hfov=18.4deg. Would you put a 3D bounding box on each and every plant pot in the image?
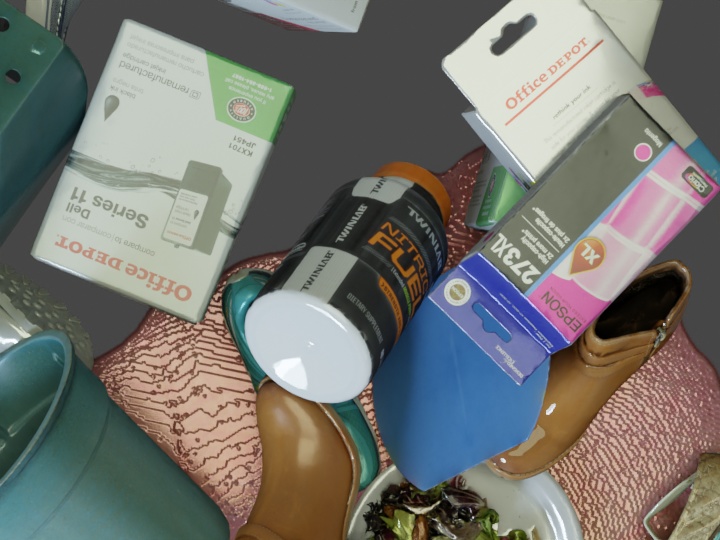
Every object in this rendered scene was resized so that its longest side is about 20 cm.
[{"bbox_3d":[-0.289,-0.124,1.643,0.141,0.200,0.142,34,71,-2],"label":"plant pot"},{"bbox_3d":[-0.215,0.182,1.660,0.196,0.200,0.200,43,87,-25],"label":"plant pot"}]

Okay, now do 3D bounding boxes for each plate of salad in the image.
[{"bbox_3d":[0.083,0.233,1.746,0.199,0.048,0.201,-1,94,-9],"label":"plate of salad"}]

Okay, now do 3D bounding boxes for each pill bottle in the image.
[{"bbox_3d":[0.000,0.000,1.685,0.106,0.106,0.200,37,46,-2],"label":"pill bottle"}]

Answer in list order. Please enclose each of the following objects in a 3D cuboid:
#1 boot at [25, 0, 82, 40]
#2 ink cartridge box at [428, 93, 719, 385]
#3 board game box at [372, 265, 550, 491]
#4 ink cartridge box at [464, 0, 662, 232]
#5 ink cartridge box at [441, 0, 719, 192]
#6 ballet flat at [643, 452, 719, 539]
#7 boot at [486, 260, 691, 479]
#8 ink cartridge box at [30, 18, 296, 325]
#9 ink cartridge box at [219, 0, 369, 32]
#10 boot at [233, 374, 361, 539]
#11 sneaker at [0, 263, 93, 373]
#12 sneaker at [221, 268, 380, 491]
[{"bbox_3d":[-0.207,-0.251,1.729,0.090,0.073,0.201,8,92,-5],"label":"boot"},{"bbox_3d":[0.150,-0.020,1.559,0.095,0.037,0.200,44,92,-6],"label":"ink cartridge box"},{"bbox_3d":[0.088,0.078,1.707,0.039,0.200,0.159,11,60,-38],"label":"board game box"},{"bbox_3d":[0.154,-0.120,1.713,0.087,0.145,0.201,15,88,-4],"label":"ink cartridge box"},{"bbox_3d":[0.156,-0.106,1.605,0.115,0.068,0.200,-40,96,-3],"label":"ink cartridge box"},{"bbox_3d":[0.243,0.230,1.765,0.065,0.071,0.200,33,85,25],"label":"ballet flat"},{"bbox_3d":[0.175,0.074,1.691,0.200,0.155,0.077,-38,83,-9],"label":"boot"},{"bbox_3d":[-0.153,-0.074,1.725,0.146,0.083,0.201,21,89,-2],"label":"ink cartridge box"},{"bbox_3d":[-0.099,-0.250,1.669,0.199,0.148,0.086,18,90,-24],"label":"ink cartridge box"},{"bbox_3d":[-0.069,0.190,1.654,0.077,0.155,0.201,0,110,39],"label":"boot"},{"bbox_3d":[-0.299,0.035,1.730,0.200,0.076,0.081,34,100,1],"label":"sneaker"},{"bbox_3d":[-0.051,0.092,1.729,0.077,0.080,0.200,-31,99,-2],"label":"sneaker"}]
